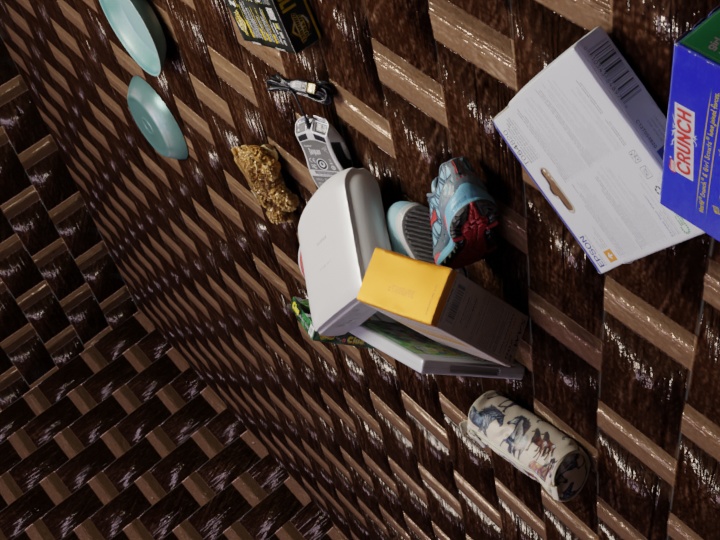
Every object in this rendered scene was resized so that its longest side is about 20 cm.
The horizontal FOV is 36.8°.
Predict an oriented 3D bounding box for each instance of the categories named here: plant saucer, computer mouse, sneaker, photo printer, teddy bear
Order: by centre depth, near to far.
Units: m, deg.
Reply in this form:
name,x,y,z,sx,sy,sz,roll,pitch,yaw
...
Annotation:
name,x,y,z,sx,sy,sz,roll,pitch,yaw
sneaker,0.121,-0.070,1.314,0.201,0.078,0.097,98,155,-65
sneaker,0.090,-0.008,1.483,0.082,0.073,0.203,32,144,63
photo printer,-0.023,-0.031,1.502,0.166,0.068,0.203,-39,55,53
computer mouse,-0.057,-0.191,1.537,0.108,0.044,0.202,9,135,37
teddy bear,-0.158,-0.155,1.850,0.145,0.066,0.201,50,170,42
plant saucer,-0.403,-0.446,1.935,0.200,0.036,0.201,47,160,23
plant saucer,-0.435,-0.311,2.272,0.200,0.036,0.201,47,161,22

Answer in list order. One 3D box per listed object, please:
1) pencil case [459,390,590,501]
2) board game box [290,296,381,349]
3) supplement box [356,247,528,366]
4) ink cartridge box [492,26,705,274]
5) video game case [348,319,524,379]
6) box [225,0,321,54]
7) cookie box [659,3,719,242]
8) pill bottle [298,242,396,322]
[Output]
name,x,y,z,sx,sy,sz,roll,pitch,yaw
pencil case,0.235,0.250,1.538,0.199,0.089,0.079,32,151,47
board game box,0.000,0.084,1.618,0.105,0.197,0.024,52,126,54
supplement box,0.106,0.047,1.350,0.125,0.075,0.199,17,172,40
ink cartridge box,0.226,-0.104,1.014,0.201,0.040,0.200,54,162,0
video game case,0.103,0.109,1.523,0.199,0.180,0.022,24,104,56
box,-0.141,-0.388,1.404,0.159,0.049,0.202,31,151,55
cookie box,0.319,-0.076,0.781,0.200,0.075,0.172,41,158,34
pill bottle,0.000,0.000,1.630,0.199,0.115,0.117,30,151,50
